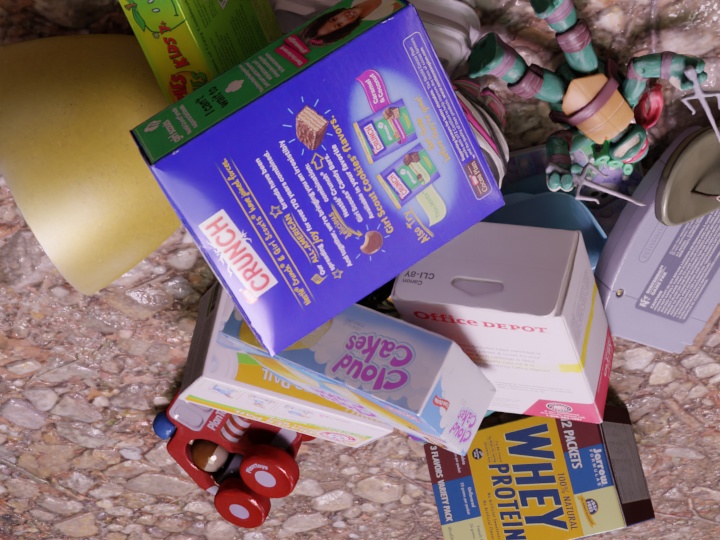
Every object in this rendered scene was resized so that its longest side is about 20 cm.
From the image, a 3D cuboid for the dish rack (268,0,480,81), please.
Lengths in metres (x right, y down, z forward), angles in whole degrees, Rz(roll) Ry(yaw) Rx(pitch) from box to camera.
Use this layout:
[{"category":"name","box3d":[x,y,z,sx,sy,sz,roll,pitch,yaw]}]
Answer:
[{"category":"dish rack","box3d":[-0.019,-0.161,0.973,0.199,0.044,0.172,13,140,-20]}]

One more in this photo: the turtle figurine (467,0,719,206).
[{"category":"turtle figurine","box3d":[0.184,-0.131,0.971,0.200,0.101,0.150,38,92,-25]}]

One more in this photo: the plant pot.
[{"category":"plant pot","box3d":[-0.185,-0.102,0.942,0.141,0.201,0.200,-24,141,0]}]

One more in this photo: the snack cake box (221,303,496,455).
[{"category":"snack cake box","box3d":[-0.001,0.075,1.016,0.199,0.067,0.115,19,164,31]}]

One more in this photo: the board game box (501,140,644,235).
[{"category":"board game box","box3d":[0.172,-0.040,1.156,0.199,0.026,0.200,-12,142,13]}]

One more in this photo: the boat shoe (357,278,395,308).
[{"category":"boat shoe","box3d":[0.000,0.000,1.052,0.064,0.072,0.200,6,165,-14]}]

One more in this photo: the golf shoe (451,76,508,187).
[{"category":"golf shoe","box3d":[0.038,-0.120,0.921,0.199,0.093,0.073,24,136,-30]}]

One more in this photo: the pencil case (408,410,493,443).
[{"category":"pencil case","box3d":[0.127,0.111,1.304,0.199,0.092,0.085,-30,97,34]}]

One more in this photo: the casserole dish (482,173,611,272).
[{"category":"casserole dish","box3d":[0.167,-0.023,1.125,0.121,0.039,0.200,-21,139,23]}]

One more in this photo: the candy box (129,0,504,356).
[{"category":"candy box","box3d":[-0.027,-0.068,0.838,0.199,0.077,0.170,-33,120,-6]}]

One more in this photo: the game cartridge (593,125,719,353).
[{"category":"game cartridge","box3d":[0.288,-0.026,1.101,0.133,0.042,0.201,19,109,-26]}]

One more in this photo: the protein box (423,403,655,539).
[{"category":"protein box","box3d":[0.205,0.239,1.379,0.197,0.136,0.200,-17,166,19]}]

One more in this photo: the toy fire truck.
[{"category":"toy fire truck","box3d":[-0.147,0.188,1.393,0.167,0.112,0.200,33,135,-5]}]

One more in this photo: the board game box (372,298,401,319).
[{"category":"board game box","box3d":[0.020,0.033,1.247,0.199,0.024,0.105,28,135,-34]}]

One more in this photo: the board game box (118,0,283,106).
[{"category":"board game box","box3d":[-0.102,-0.162,0.868,0.047,0.102,0.201,-1,129,29]}]

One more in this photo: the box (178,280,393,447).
[{"category":"box","box3d":[-0.064,0.092,1.214,0.199,0.113,0.101,17,158,-16]}]

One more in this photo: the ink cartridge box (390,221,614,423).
[{"category":"ink cartridge box","box3d":[0.127,0.045,1.040,0.144,0.084,0.200,6,152,23]}]

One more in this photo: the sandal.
[{"category":"sandal","box3d":[0.336,-0.085,1.032,0.200,0.057,0.080,-15,121,-16]}]
